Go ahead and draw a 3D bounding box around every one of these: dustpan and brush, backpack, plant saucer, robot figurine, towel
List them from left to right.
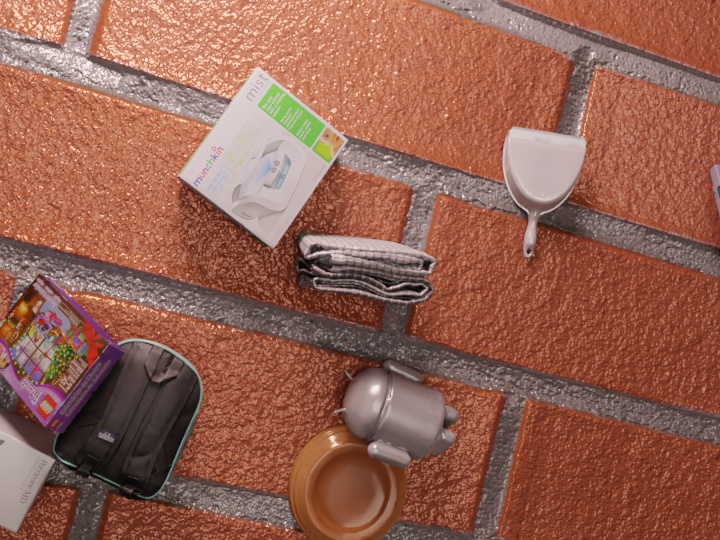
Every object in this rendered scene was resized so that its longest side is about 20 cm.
[{"bbox_3d":[-0.319,0.200,1.202,0.173,0.153,0.203,26,88,-6],"label":"backpack"},{"bbox_3d":[-0.017,0.350,1.335,0.195,0.037,0.205,0,92,-12],"label":"plant saucer"},{"bbox_3d":[0.000,0.000,1.264,0.195,0.166,0.088,6,97,-12],"label":"towel"},{"bbox_3d":[0.055,0.222,1.308,0.197,0.113,0.172,22,49,-13],"label":"robot figurine"},{"bbox_3d":[0.295,-0.124,1.389,0.136,0.057,0.205,8,84,-2],"label":"dustpan and brush"}]

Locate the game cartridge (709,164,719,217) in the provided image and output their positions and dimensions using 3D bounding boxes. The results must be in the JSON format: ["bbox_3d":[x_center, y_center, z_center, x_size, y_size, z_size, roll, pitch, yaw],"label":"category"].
[{"bbox_3d":[0.690,-0.093,1.449,0.127,0.038,0.205,-7,76,-10],"label":"game cartridge"}]

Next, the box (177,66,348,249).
[{"bbox_3d":[-0.148,-0.167,1.261,0.175,0.097,0.202,37,85,-13],"label":"box"}]

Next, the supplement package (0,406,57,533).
[{"bbox_3d":[-0.535,0.257,1.174,0.198,0.117,0.119,30,85,-12],"label":"supplement package"}]

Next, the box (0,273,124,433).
[{"bbox_3d":[-0.433,0.111,1.168,0.199,0.039,0.138,34,83,33],"label":"box"}]
